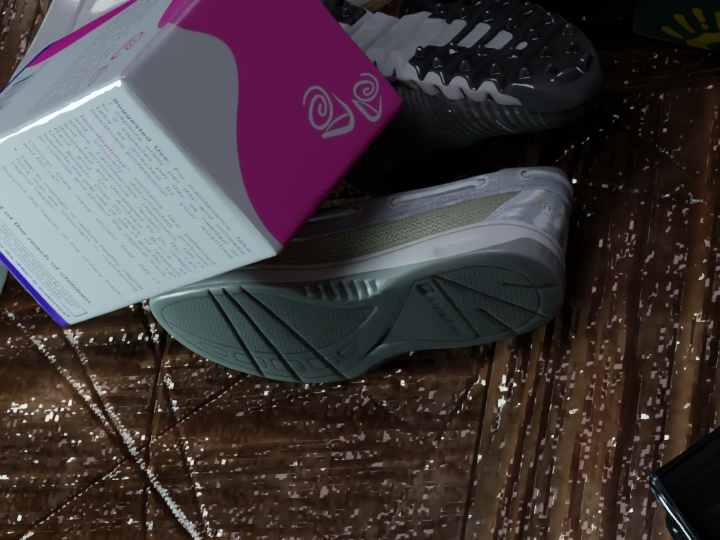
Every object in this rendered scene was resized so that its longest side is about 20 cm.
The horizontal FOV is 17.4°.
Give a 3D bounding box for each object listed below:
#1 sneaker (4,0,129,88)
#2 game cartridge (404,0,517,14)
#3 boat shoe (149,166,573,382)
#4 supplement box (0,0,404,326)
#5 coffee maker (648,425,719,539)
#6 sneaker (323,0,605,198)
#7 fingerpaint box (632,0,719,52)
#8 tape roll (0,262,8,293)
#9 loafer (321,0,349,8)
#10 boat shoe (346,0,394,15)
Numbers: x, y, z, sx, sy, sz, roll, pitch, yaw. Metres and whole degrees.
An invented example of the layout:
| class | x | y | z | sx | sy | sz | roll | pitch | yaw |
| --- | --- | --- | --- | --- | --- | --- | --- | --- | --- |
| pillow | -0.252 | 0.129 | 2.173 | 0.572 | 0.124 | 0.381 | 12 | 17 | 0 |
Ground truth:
| class | x | y | z | sx | sy | sz | roll | pitch | yaw |
| --- | --- | --- | --- | --- | --- | --- | --- | --- | --- |
| sneaker | -0.119 | -0.113 | 1.192 | 0.084 | 0.073 | 0.201 | 18 | 62 | 3 |
| game cartridge | 0.082 | -0.181 | 1.037 | 0.134 | 0.040 | 0.200 | -66 | 11 | -9 |
| boat shoe | 0.000 | -0.001 | 1.035 | 0.201 | 0.075 | 0.065 | -12 | 45 | 30 |
| supplement box | -0.090 | -0.058 | 1.029 | 0.101 | 0.103 | 0.200 | -50 | 17 | -30 |
| coffee maker | 0.212 | 0.061 | 0.841 | 0.200 | 0.135 | 0.192 | -38 | 26 | 6 |
| sneaker | 0.034 | -0.070 | 1.042 | 0.199 | 0.091 | 0.066 | 7 | 40 | 43 |
| fingerpaint box | 0.175 | -0.216 | 0.981 | 0.073 | 0.167 | 0.201 | 12 | 67 | -1 |
| tape roll | -0.271 | -0.003 | 1.229 | 0.201 | 0.037 | 0.204 | -15 | 57 | 25 |
| loafer | -0.041 | -0.146 | 1.149 | 0.071 | 0.063 | 0.201 | -4 | 62 | 31 |
| boat shoe | 0.010 | -0.210 | 1.126 | 0.071 | 0.069 | 0.201 | -34 | 30 | 34 |
